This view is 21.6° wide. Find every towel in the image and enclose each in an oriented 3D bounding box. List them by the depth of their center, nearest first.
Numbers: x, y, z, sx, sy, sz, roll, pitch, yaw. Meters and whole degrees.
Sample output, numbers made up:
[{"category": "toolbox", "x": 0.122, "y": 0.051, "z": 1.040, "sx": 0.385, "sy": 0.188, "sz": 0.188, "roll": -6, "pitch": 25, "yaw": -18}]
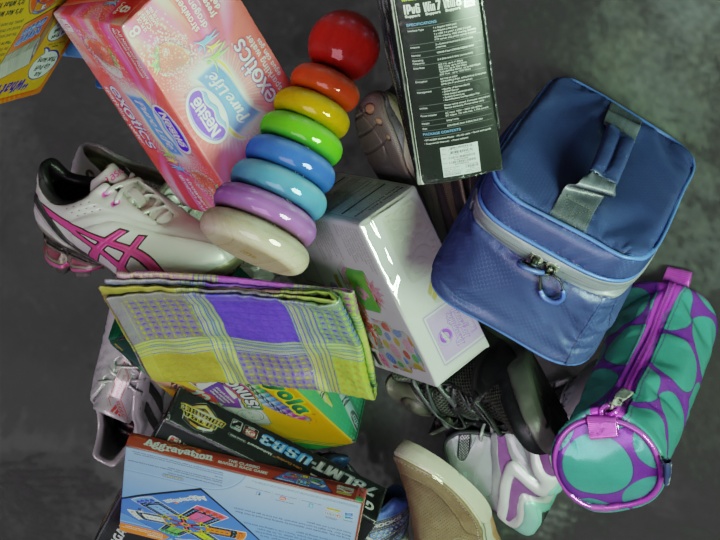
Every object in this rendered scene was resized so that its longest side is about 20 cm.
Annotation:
[{"category": "towel", "x": -0.092, "y": 0.052, "z": 1.460, "sx": 0.200, "sy": 0.023, "sz": 0.144, "roll": 4, "pitch": 144, "yaw": 14}]

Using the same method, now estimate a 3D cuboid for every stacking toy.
[{"category": "stacking toy", "x": -0.041, "y": -0.101, "z": 1.382, "sx": 0.085, "sy": 0.200, "sz": 0.085, "roll": 23, "pitch": 169, "yaw": 5}]

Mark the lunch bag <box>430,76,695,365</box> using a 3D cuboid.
[{"category": "lunch bag", "x": 0.145, "y": -0.041, "z": 1.331, "sx": 0.136, "sy": 0.200, "sz": 0.132, "roll": 28, "pitch": 127, "yaw": 4}]

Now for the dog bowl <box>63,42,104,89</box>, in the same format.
[{"category": "dog bowl", "x": -0.238, "y": -0.211, "z": 1.504, "sx": 0.200, "sy": 0.050, "sz": 0.112, "roll": 11, "pitch": 125, "yaw": 20}]

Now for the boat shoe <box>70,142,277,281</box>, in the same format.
[{"category": "boat shoe", "x": -0.156, "y": -0.048, "z": 1.557, "sx": 0.200, "sy": 0.071, "sz": 0.069, "roll": 22, "pitch": 130, "yaw": 13}]

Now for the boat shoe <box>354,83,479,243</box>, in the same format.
[{"category": "boat shoe", "x": 0.064, "y": -0.053, "z": 1.435, "sx": 0.074, "sy": 0.073, "sz": 0.200, "roll": 22, "pitch": 136, "yaw": 57}]

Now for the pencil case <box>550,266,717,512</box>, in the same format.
[{"category": "pencil case", "x": 0.205, "y": 0.087, "z": 1.386, "sx": 0.085, "sy": 0.200, "sz": 0.093, "roll": 12, "pitch": 126, "yaw": 15}]

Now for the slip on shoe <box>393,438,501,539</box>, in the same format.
[{"category": "slip on shoe", "x": 0.071, "y": 0.219, "z": 1.587, "sx": 0.076, "sy": 0.061, "sz": 0.200, "roll": 26, "pitch": 157, "yaw": 38}]

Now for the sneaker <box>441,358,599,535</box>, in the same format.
[{"category": "sneaker", "x": 0.118, "y": 0.120, "z": 1.531, "sx": 0.140, "sy": 0.078, "sz": 0.200, "roll": 30, "pitch": 129, "yaw": 4}]

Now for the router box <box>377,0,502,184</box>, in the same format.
[{"category": "router box", "x": 0.047, "y": -0.172, "z": 1.295, "sx": 0.062, "sy": 0.200, "sz": 0.150, "roll": -11, "pitch": 120, "yaw": 0}]

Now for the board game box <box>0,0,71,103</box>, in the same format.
[{"category": "board game box", "x": -0.308, "y": -0.251, "z": 1.367, "sx": 0.200, "sy": 0.200, "sz": 0.200, "roll": 40, "pitch": 113, "yaw": 8}]

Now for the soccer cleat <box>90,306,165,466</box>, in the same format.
[{"category": "soccer cleat", "x": -0.201, "y": 0.086, "z": 1.659, "sx": 0.069, "sy": 0.085, "sz": 0.200, "roll": 22, "pitch": 128, "yaw": 12}]

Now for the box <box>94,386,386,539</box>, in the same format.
[{"category": "box", "x": -0.108, "y": 0.215, "z": 1.620, "sx": 0.198, "sy": 0.050, "sz": 0.200, "roll": 27, "pitch": 130, "yaw": -7}]

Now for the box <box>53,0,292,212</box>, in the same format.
[{"category": "box", "x": -0.123, "y": -0.140, "z": 1.418, "sx": 0.103, "sy": 0.095, "sz": 0.200, "roll": 19, "pitch": 148, "yaw": 48}]

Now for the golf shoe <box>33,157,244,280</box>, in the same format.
[{"category": "golf shoe", "x": -0.182, "y": -0.036, "z": 1.486, "sx": 0.200, "sy": 0.073, "sz": 0.092, "roll": 11, "pitch": 126, "yaw": 31}]

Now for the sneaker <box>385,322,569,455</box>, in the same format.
[{"category": "sneaker", "x": 0.089, "y": 0.100, "z": 1.438, "sx": 0.114, "sy": 0.199, "sz": 0.076, "roll": -32, "pitch": 119, "yaw": 3}]

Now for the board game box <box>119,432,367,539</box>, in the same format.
[{"category": "board game box", "x": -0.099, "y": 0.198, "z": 1.561, "sx": 0.200, "sy": 0.019, "sz": 0.103, "roll": 13, "pitch": 127, "yaw": 4}]

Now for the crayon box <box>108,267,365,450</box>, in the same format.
[{"category": "crayon box", "x": -0.099, "y": 0.079, "z": 1.576, "sx": 0.119, "sy": 0.058, "sz": 0.200, "roll": -13, "pitch": 138, "yaw": 34}]

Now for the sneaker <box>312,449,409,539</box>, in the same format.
[{"category": "sneaker", "x": -0.046, "y": 0.190, "z": 1.668, "sx": 0.200, "sy": 0.077, "sz": 0.085, "roll": 17, "pitch": 123, "yaw": 3}]

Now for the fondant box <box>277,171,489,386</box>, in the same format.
[{"category": "fondant box", "x": 0.000, "y": 0.000, "z": 1.460, "sx": 0.200, "sy": 0.058, "sz": 0.144, "roll": 16, "pitch": 136, "yaw": 60}]
